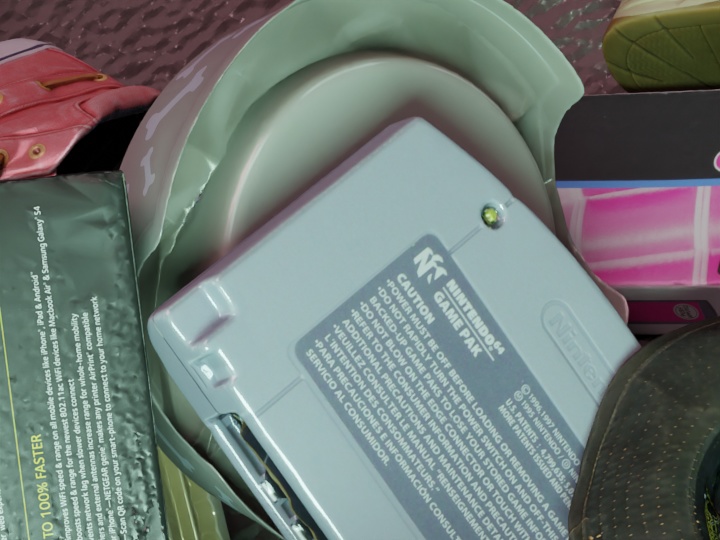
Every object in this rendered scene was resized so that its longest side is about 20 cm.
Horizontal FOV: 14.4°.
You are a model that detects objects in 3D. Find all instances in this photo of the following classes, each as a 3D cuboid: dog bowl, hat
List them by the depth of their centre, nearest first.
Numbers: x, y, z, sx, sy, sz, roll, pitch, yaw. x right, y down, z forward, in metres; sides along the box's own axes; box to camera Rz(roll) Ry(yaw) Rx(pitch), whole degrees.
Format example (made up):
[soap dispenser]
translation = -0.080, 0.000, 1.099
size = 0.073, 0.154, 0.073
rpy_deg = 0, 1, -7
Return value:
[hat]
translation = 0.168, 0.087, 0.885
size = 0.200, 0.081, 0.201
rpy_deg = -9, 45, 9
[dog bowl]
translation = 0.000, 0.000, 0.964
size = 0.059, 0.200, 0.200
rpy_deg = 3, 51, 54

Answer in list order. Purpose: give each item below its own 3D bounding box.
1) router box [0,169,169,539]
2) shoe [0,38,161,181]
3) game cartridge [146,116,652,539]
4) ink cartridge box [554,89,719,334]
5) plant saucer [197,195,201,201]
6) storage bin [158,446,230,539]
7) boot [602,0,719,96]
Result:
[router box]
translation = -0.135, 0.076, 0.870
size = 0.149, 0.201, 0.051
rpy_deg = -7, -2, -15
[shoe]
translation = -0.166, -0.033, 1.156
size = 0.091, 0.072, 0.200
rpy_deg = 19, 39, 37
[game cartridge]
translation = 0.037, 0.058, 0.909
size = 0.133, 0.200, 0.041
rpy_deg = -38, 8, -25
[ink cartridge box]
translation = 0.070, -0.021, 1.075
size = 0.200, 0.037, 0.095
rpy_deg = -2, 51, 30
[plant saucer]
translation = -0.102, 0.019, 1.136
size = 0.200, 0.019, 0.070
rpy_deg = -23, 43, 12
[storage bin]
translation = -0.155, 0.099, 0.984
size = 0.200, 0.094, 0.199
rpy_deg = -15, 90, 16
[boot]
translation = 0.201, -0.136, 1.082
size = 0.200, 0.072, 0.155
rpy_deg = -2, 48, 27
